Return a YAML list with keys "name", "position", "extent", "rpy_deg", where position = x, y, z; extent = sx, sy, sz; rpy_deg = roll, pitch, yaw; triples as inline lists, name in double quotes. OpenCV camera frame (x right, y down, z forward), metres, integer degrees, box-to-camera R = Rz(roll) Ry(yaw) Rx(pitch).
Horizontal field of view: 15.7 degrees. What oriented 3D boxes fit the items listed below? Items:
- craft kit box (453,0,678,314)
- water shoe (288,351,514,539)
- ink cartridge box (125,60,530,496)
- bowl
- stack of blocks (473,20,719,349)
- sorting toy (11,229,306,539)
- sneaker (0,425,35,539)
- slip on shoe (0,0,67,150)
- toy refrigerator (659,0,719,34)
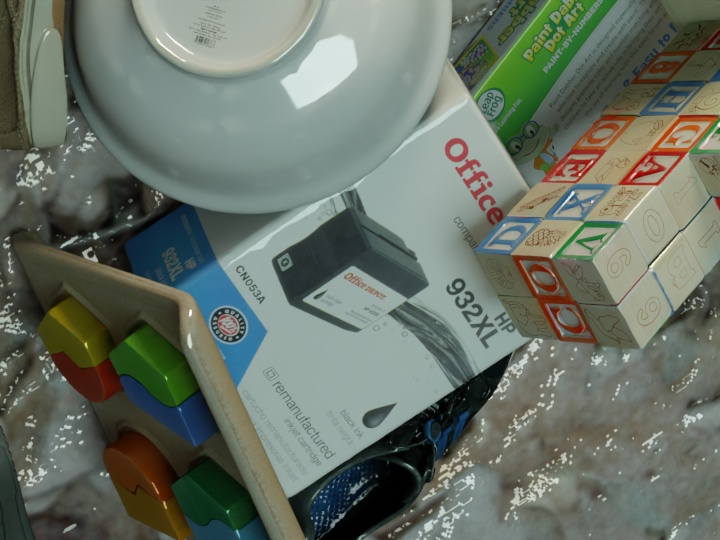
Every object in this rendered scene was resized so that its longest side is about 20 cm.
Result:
- name: "craft kit box"
  position: [0.166, -0.108, 1.479]
  extent: [0.197, 0.048, 0.200]
  rpy_deg: [40, 87, -32]
- name: "water shoe"
  position: [0.028, 0.095, 1.459]
  extent: [0.200, 0.079, 0.072]
  rpy_deg: [-48, 120, -4]
- name: "ink cartridge box"
  position: [0.000, 0.000, 1.381]
  extent: [0.200, 0.084, 0.145]
  rpy_deg: [-33, 117, 3]
- name: "bowl"
  position: [-0.058, -0.133, 1.278]
  extent: [0.200, 0.090, 0.202]
  rpy_deg: [-1, 82, 7]
- name: "stack of blocks"
  position: [0.165, -0.047, 1.321]
  extent: [0.200, 0.115, 0.059]
  rpy_deg: [-46, 119, -28]
- name: "sorting toy"
  position: [-0.103, 0.078, 1.321]
  extent: [0.036, 0.200, 0.186]
  rpy_deg: [-34, 118, -21]
- name: "sneaker"
  position: [-0.226, 0.149, 1.369]
  extent: [0.104, 0.060, 0.200]
  rpy_deg: [-25, 119, -21]
- name: "slip on shoe"
  position: [-0.177, -0.154, 1.287]
  extent: [0.060, 0.076, 0.201]
  rpy_deg: [-2, 119, -11]
- name: "toy refrigerator"
  position: [0.253, -0.195, 1.433]
  extent: [0.200, 0.076, 0.070]
  rpy_deg: [-45, 114, -28]
